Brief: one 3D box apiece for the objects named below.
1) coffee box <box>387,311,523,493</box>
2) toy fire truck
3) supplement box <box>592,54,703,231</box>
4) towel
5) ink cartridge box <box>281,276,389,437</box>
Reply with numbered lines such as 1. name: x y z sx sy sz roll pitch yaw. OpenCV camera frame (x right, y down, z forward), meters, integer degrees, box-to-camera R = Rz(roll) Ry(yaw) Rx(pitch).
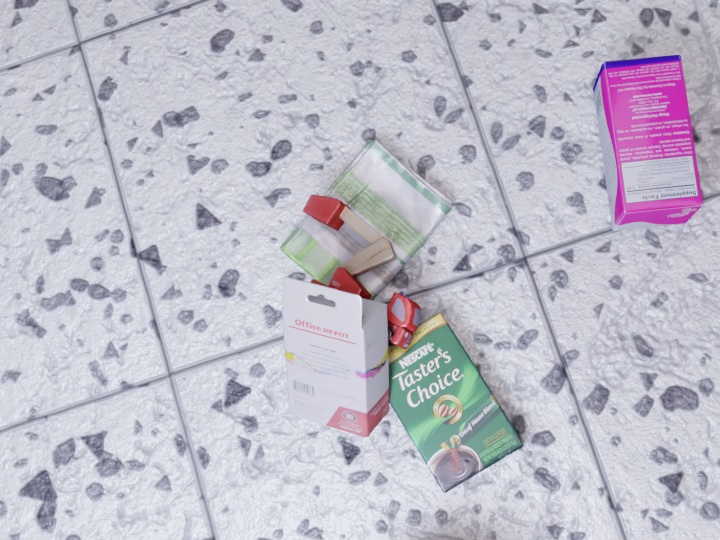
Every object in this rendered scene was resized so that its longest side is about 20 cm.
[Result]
1. coffee box: 0.104 0.168 1.323 0.123 0.044 0.200 -30 77 1
2. toy fire truck: 0.000 0.000 1.326 0.200 0.049 0.141 25 88 19
3. supplement box: 0.365 -0.161 1.330 0.103 0.101 0.200 -4 80 4
4. towel: 0.007 -0.060 1.384 0.149 0.031 0.200 40 86 12
5. ink cartridge box: -0.029 0.093 1.271 0.116 0.067 0.200 13 122 25
